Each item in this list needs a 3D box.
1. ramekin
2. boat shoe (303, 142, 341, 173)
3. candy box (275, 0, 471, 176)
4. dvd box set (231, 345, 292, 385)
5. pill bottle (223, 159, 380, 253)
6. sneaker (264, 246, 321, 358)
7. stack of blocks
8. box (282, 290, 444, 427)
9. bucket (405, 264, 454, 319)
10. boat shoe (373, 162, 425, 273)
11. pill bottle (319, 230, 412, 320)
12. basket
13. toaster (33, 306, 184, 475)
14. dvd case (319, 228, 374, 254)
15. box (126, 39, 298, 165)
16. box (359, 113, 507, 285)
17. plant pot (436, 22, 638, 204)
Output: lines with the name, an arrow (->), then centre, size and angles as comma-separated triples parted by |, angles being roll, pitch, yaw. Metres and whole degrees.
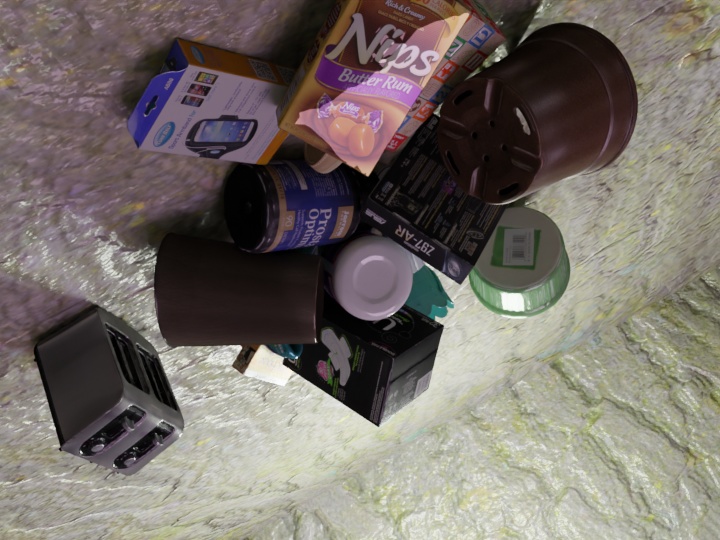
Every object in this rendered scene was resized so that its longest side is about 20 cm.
ramekin -> 0.297, -0.022, 1.457 | 0.197, 0.202, 0.098 | -29, 149, -1
boat shoe -> -0.026, -0.198, 0.879 | 0.064, 0.073, 0.201 | -7, 142, -41
candy box -> 0.009, -0.213, 0.792 | 0.115, 0.057, 0.202 | 24, 112, -22
dvd box set -> -0.110, 0.082, 1.220 | 0.202, 0.029, 0.146 | -59, 154, -2
pill bottle -> -0.068, -0.087, 0.996 | 0.197, 0.113, 0.112 | -9, 150, -40
sneaker -> -0.085, 0.030, 1.102 | 0.077, 0.079, 0.204 | -6, 119, -53
stack of blocks -> 0.061, -0.238, 0.913 | 0.200, 0.059, 0.114 | -43, 153, 27
box -> 0.002, 0.115, 1.186 | 0.148, 0.198, 0.127 | -24, 134, -49
bucket -> 0.051, 0.058, 1.359 | 0.205, 0.136, 0.207 | -29, 168, -7
boat shoe -> 0.056, -0.080, 1.144 | 0.071, 0.062, 0.202 | -31, 135, -15
pill bottle -> 0.000, 0.000, 1.107 | 0.111, 0.114, 0.200 | -26, -168, -7
basket -> -0.149, 0.032, 1.005 | 0.195, 0.138, 0.181 | 2, 150, 3
toaster -> -0.357, 0.168, 1.094 | 0.117, 0.202, 0.181 | -31, 149, -1
dvd case -> -0.048, -0.036, 1.233 | 0.148, 0.025, 0.201 | -23, 155, -16
box -> -0.152, -0.174, 0.819 | 0.198, 0.042, 0.119 | 2, 141, -47
box -> 0.112, -0.101, 1.017 | 0.201, 0.159, 0.044 | -56, 177, -37
plant pot -> 0.209, -0.187, 0.957 | 0.197, 0.201, 0.201 | -28, 161, -40
